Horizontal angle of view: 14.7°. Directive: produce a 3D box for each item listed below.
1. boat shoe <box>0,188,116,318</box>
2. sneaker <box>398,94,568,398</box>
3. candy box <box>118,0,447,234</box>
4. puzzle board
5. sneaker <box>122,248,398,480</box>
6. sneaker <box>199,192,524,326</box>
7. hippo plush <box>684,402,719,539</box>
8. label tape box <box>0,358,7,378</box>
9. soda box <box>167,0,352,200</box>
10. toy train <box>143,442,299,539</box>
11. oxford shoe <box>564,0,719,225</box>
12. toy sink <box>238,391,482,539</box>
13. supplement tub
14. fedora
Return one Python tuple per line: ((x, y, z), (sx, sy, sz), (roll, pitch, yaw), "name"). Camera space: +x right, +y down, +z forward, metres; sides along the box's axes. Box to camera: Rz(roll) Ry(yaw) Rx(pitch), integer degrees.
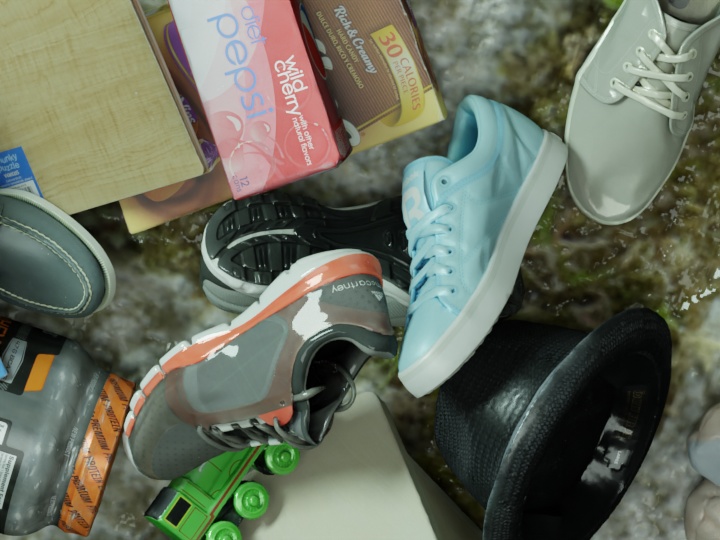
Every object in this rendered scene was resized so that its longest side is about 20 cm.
((-0.239, -0.018, 1.623), (0.199, 0.062, 0.073), (26, 123, 10), "boat shoe")
((0.048, -0.018, 1.586), (0.082, 0.201, 0.074), (34, 140, -10), "sneaker")
((-0.061, -0.112, 1.623), (0.199, 0.056, 0.117), (-20, 101, 5), "candy box")
((-0.192, -0.104, 1.607), (0.199, 0.017, 0.152), (-15, 105, 34), "puzzle board")
((-0.057, 0.072, 1.575), (0.200, 0.077, 0.082), (-42, 57, 29), "sneaker")
((0.000, 0.000, 1.646), (0.199, 0.079, 0.074), (6, 63, -12), "sneaker")
((0.271, 0.152, 1.620), (0.158, 0.161, 0.201), (-8, 103, 3), "hippo plush")
((-0.296, -0.004, 1.540), (0.143, 0.066, 0.201), (-26, 90, -15), "label tape box")
((-0.068, -0.146, 1.556), (0.070, 0.063, 0.201), (-18, 98, 6), "soda box")
((-0.092, 0.141, 1.653), (0.056, 0.042, 0.201), (39, 75, -17), "toy train")
((0.171, -0.119, 1.613), (0.075, 0.058, 0.201), (21, 105, -6), "oxford shoe")
((0.011, 0.196, 1.654), (0.130, 0.200, 0.112), (-36, 129, 9), "toy sink")
((-0.240, 0.082, 1.640), (0.199, 0.123, 0.123), (18, 104, -3), "supplement tub")
((0.099, 0.088, 1.618), (0.091, 0.200, 0.202), (30, 104, 24), "fedora")
